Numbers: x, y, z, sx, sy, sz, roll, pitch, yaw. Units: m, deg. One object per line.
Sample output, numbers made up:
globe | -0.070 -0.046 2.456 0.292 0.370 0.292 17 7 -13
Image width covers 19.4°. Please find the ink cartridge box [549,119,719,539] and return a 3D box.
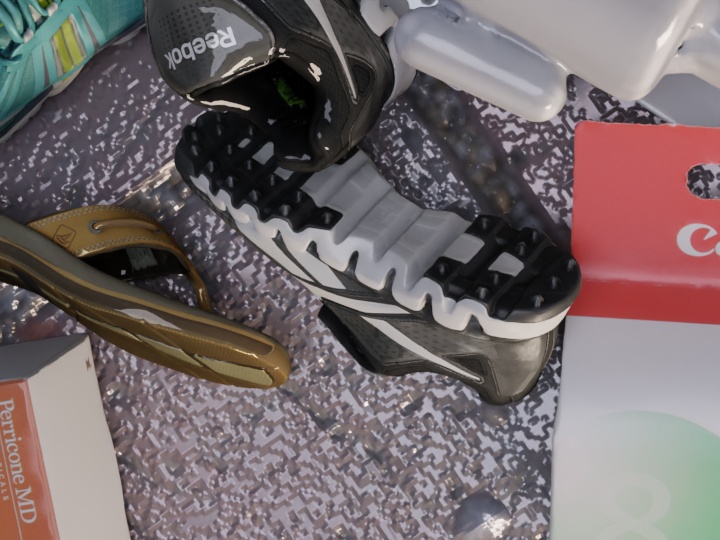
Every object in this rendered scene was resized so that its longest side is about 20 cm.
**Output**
ink cartridge box | 0.162 0.044 0.870 0.160 0.050 0.201 3 111 10

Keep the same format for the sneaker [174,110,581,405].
sneaker | 0.000 0.000 0.902 0.200 0.066 0.091 27 138 24

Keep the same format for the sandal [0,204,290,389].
sandal | -0.118 -0.006 0.928 0.200 0.080 0.054 26 78 11

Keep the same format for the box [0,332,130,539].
box | -0.214 0.110 0.933 0.199 0.097 0.125 -10 98 10

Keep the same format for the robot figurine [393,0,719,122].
robot figurine | 0.081 -0.142 0.820 0.200 0.113 0.170 31 89 5

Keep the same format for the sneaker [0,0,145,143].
sneaker | -0.138 -0.114 0.904 0.077 0.080 0.200 44 106 1

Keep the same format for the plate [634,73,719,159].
plate | 0.216 -0.120 0.873 0.199 0.032 0.200 36 100 4

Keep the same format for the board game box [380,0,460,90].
board game box | 0.026 -0.213 0.900 0.200 0.026 0.200 37 100 5

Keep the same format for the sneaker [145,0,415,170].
sneaker | -0.058 -0.117 0.831 0.066 0.091 0.200 -23 120 40
